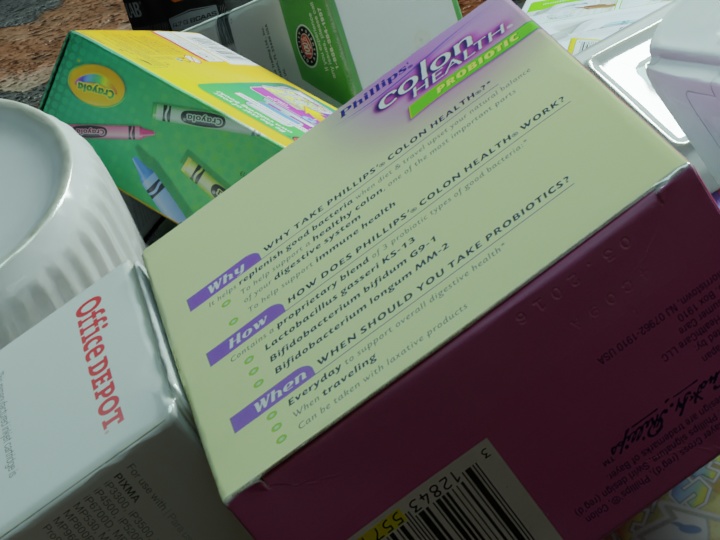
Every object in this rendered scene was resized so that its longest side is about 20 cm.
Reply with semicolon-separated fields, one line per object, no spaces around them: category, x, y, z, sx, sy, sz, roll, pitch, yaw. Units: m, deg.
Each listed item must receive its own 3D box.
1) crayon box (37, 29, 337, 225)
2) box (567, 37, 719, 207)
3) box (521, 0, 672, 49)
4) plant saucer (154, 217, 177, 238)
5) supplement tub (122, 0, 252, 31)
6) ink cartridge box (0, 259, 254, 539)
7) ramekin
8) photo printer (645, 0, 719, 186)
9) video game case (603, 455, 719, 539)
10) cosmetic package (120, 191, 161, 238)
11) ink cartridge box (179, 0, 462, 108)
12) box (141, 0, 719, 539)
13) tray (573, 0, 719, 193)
crayon box;-0.041;-0.047;0.931;0.199;0.059;0.119;30;17;20
box;0.139;-0.026;0.950;0.116;0.049;0.201;7;48;17
box;0.191;-0.117;1.176;0.198;0.098;0.177;-7;23;16
plant saucer;0.000;0.000;0.978;0.199;0.019;0.070;24;31;10
supplement tub;-0.079;-0.146;1.246;0.121;0.202;0.123;-17;12;4
ink cartridge box;-0.134;0.105;0.730;0.199;0.084;0.145;-35;25;2
ramekin;-0.185;0.011;0.863;0.198;0.106;0.201;-9;38;7
photo printer;0.224;-0.028;0.800;0.070;0.200;0.166;-48;30;-15
video game case;0.168;0.062;0.667;0.181;0.023;0.200;30;67;33
cosmetic package;-0.183;-0.059;1.291;0.101;0.075;0.200;-6;24;18
ink cartridge box;-0.018;-0.087;1.095;0.083;0.148;0.199;-21;8;-29
box;0.031;0.015;0.690;0.175;0.097;0.200;-36;27;3
tray;0.190;-0.107;0.965;0.199;0.022;0.107;-29;59;-24
